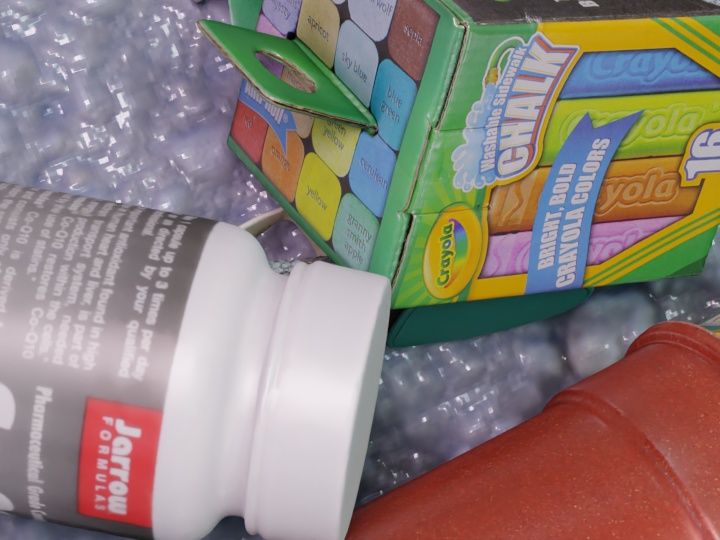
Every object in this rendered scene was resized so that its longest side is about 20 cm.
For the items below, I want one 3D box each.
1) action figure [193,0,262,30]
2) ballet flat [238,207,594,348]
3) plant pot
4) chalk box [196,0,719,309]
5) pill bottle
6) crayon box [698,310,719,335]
[{"bbox_3d":[0.021,-0.156,1.015,0.200,0.055,0.118,-13,84,-21],"label":"action figure"},{"bbox_3d":[0.000,0.000,0.975,0.200,0.074,0.074,-13,86,-28],"label":"ballet flat"},{"bbox_3d":[0.064,0.145,0.916,0.195,0.201,0.201,-20,89,-18],"label":"plant pot"},{"bbox_3d":[0.035,-0.070,0.930,0.200,0.125,0.124,-6,126,-31],"label":"chalk box"},{"bbox_3d":[-0.096,0.032,0.861,0.200,0.114,0.114,10,76,4],"label":"pill bottle"},{"bbox_3d":[0.259,0.059,1.081,0.200,0.058,0.173,-28,92,-25],"label":"crayon box"}]
